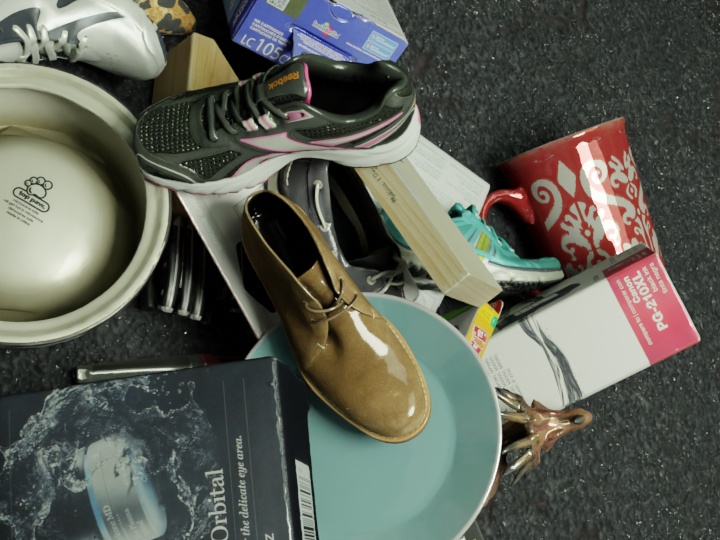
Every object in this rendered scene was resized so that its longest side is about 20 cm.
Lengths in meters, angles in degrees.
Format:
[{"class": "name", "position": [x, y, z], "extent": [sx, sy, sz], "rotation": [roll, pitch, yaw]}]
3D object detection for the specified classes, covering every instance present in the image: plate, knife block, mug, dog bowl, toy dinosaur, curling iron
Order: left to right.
[{"class": "dog bowl", "position": [-0.233, -0.036, 0.787], "extent": [0.198, 0.074, 0.202], "rotation": [5, 70, -15]}, {"class": "knife block", "position": [-0.139, -0.062, 0.902], "extent": [0.175, 0.064, 0.201], "rotation": [-41, 104, -41]}, {"class": "curling iron", "position": [-0.130, 0.068, 0.894], "extent": [0.199, 0.026, 0.050], "rotation": [-10, 59, -35]}, {"class": "plate", "position": [0.000, 0.115, 0.805], "extent": [0.198, 0.026, 0.202], "rotation": [-2, 74, 7]}, {"class": "toy dinosaur", "position": [0.079, 0.159, 0.870], "extent": [0.086, 0.135, 0.200], "rotation": [48, 59, -16]}, {"class": "mug", "position": [0.215, -0.029, 1.154], "extent": [0.133, 0.176, 0.201], "rotation": [-26, 96, -77]}]

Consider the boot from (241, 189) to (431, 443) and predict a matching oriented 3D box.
[{"class": "boot", "position": [-0.023, 0.031, 0.779], "extent": [0.073, 0.075, 0.201], "rotation": [-34, 79, -6]}]

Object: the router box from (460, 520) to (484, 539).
[{"class": "router box", "position": [0.012, 0.188, 0.939], "extent": [0.149, 0.051, 0.201], "rotation": [-20, 85, -40]}]

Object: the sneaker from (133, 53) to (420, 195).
[{"class": "sneaker", "position": [-0.056, -0.111, 0.769], "extent": [0.198, 0.086, 0.081], "rotation": [-12, 71, -6]}]

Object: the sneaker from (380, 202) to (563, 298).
[{"class": "sneaker", "position": [0.102, -0.020, 1.025], "extent": [0.199, 0.077, 0.080], "rotation": [12, 72, -30]}]

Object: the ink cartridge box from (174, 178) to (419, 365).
[{"class": "ink cartridge box", "position": [-0.055, -0.021, 0.891], "extent": [0.176, 0.045, 0.201], "rotation": [-40, 108, -42]}]

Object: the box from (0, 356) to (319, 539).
[{"class": "box", "position": [-0.129, 0.173, 0.732], "extent": [0.198, 0.117, 0.198], "rotation": [-9, 74, 5]}]

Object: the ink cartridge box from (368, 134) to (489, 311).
[{"class": "ink cartridge box", "position": [0.015, -0.032, 1.041], "extent": [0.160, 0.047, 0.201], "rotation": [32, 73, -25]}]

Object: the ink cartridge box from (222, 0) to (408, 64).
[{"class": "ink cartridge box", "position": [-0.044, -0.225, 0.974], "extent": [0.136, 0.077, 0.201], "rotation": [23, 27, -28]}]

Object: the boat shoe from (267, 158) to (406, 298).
[{"class": "boat shoe", "position": [0.000, 0.000, 0.864], "extent": [0.073, 0.062, 0.201], "rotation": [-39, 108, -42]}]

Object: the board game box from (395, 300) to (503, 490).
[{"class": "board game box", "position": [0.045, 0.100, 0.902], "extent": [0.030, 0.095, 0.201], "rotation": [46, 49, -18]}]

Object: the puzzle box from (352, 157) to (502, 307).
[{"class": "puzzle box", "position": [0.030, -0.062, 0.870], "extent": [0.201, 0.025, 0.133], "rotation": [55, 11, 15]}]

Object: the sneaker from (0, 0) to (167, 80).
[{"class": "sneaker", "position": [-0.250, -0.166, 0.850], "extent": [0.198, 0.079, 0.130], "rotation": [32, 58, -25]}]

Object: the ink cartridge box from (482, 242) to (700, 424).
[{"class": "ink cartridge box", "position": [0.178, 0.060, 0.994], "extent": [0.085, 0.199, 0.145], "rotation": [62, 10, 0]}]

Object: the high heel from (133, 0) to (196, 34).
[{"class": "high heel", "position": [-0.190, -0.255, 0.885], "extent": [0.199, 0.142, 0.072], "rotation": [26, 60, -28]}]
